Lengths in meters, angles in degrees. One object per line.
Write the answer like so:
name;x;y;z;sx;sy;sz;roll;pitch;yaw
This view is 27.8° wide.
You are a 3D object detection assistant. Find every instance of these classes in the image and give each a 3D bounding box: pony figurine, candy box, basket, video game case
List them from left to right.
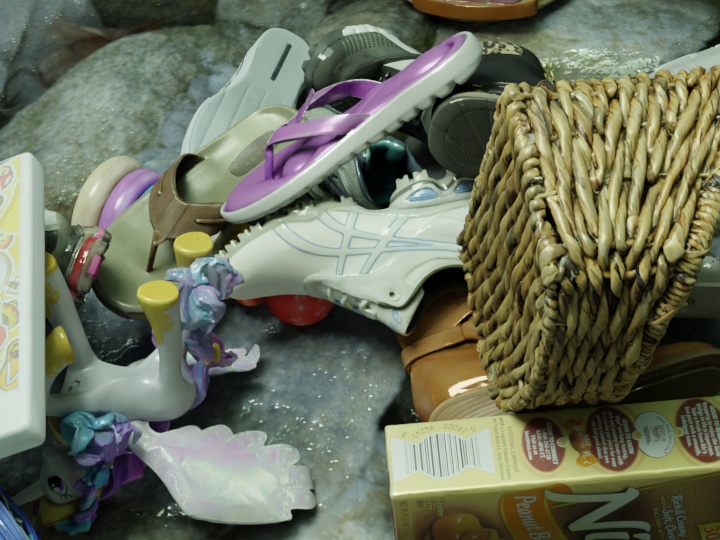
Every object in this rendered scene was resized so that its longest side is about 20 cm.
video game case;-0.261;0.038;0.815;0.182;0.023;0.200;-19;49;10
pony figurine;-0.131;0.076;0.912;0.193;0.200;0.167;-8;39;-22
candy box;0.118;0.136;0.851;0.200;0.116;0.055;-5;47;2
basket;0.147;-0.005;0.800;0.149;0.200;0.143;-7;65;-9

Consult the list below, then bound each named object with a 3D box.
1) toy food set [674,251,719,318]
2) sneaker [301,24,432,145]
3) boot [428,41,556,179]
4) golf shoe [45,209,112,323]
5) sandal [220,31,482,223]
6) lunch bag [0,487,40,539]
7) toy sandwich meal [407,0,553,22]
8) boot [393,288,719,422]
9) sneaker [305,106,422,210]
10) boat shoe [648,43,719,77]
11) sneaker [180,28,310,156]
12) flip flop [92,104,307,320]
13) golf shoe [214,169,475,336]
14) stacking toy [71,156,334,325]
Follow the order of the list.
toy food set;0.180;-0.031;1.000;0.143;0.060;0.200;1;28;-6
sneaker;0.042;-0.129;1.080;0.090;0.200;0.067;35;103;36
boot;0.137;-0.098;0.991;0.200;0.073;0.151;9;23;-8
golf shoe;-0.235;-0.008;0.986;0.092;0.200;0.073;25;70;-17
sandal;-0.014;-0.103;0.950;0.203;0.050;0.082;-33;16;8
lunch bag;-0.252;0.153;0.848;0.082;0.161;0.200;-35;51;-24
toy sandwich meal;0.108;-0.293;1.296;0.205;0.070;0.205;-3;46;4
boot;0.128;0.055;0.968;0.200;0.077;0.155;-22;43;-5
sneaker;0.011;-0.076;1.088;0.078;0.086;0.200;-26;49;-18
boat shoe;0.253;-0.136;1.135;0.200;0.072;0.069;-27;27;-9
sneaker;-0.090;-0.111;1.145;0.073;0.071;0.200;30;42;-1
flip flop;-0.110;-0.050;1.001;0.081;0.058;0.200;40;71;19
golf shoe;0.000;0.000;0.961;0.200;0.078;0.097;-15;71;4
stacking toy;-0.106;-0.015;1.056;0.200;0.085;0.085;20;52;17
